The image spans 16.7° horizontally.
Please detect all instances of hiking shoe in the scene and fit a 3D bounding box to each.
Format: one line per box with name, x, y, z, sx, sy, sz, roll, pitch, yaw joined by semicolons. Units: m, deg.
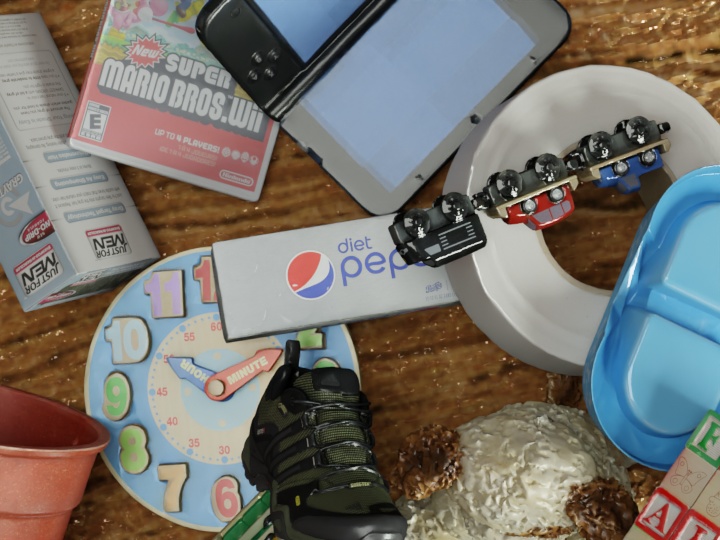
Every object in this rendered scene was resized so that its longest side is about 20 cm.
hiking shoe;-0.025;0.116;1.595;0.075;0.200;0.101;-1;110;-26

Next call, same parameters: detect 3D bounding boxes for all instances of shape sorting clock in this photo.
shape sorting clock;-0.098;0.083;1.718;0.199;0.039;0.201;-1;86;11

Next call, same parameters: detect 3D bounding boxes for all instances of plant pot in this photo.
plant pot;-0.289;0.186;1.680;0.200;0.201;0.196;15;98;11

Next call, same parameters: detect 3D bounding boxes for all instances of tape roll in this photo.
tape roll;0.156;-0.032;1.627;0.201;0.071;0.204;2;83;-13

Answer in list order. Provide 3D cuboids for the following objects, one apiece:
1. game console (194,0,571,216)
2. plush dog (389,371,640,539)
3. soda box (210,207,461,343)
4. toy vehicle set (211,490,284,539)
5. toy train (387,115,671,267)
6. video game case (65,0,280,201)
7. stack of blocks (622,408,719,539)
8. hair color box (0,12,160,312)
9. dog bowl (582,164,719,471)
game console;0.018;-0.168;1.667;0.200;0.171;0.118;-46;54;-3
plush dog;0.115;0.136;1.607;0.199;0.172;0.161;13;89;12
soda box;0.000;0.000;1.670;0.199;0.063;0.069;-10;86;-5
toy vehicle set;-0.110;0.232;1.658;0.026;0.124;0.200;42;101;-13
toy train;0.113;-0.048;1.565;0.199;0.034;0.046;-23;92;-14
video game case;-0.111;-0.163;1.715;0.142;0.017;0.201;16;89;-17
stack of blocks;0.256;0.177;1.564;0.059;0.200;0.115;35;93;41
hair color box;-0.229;-0.078;1.715;0.061;0.099;0.201;-32;80;31
dog bowl;0.209;0.031;1.570;0.111;0.050;0.201;25;82;-11
